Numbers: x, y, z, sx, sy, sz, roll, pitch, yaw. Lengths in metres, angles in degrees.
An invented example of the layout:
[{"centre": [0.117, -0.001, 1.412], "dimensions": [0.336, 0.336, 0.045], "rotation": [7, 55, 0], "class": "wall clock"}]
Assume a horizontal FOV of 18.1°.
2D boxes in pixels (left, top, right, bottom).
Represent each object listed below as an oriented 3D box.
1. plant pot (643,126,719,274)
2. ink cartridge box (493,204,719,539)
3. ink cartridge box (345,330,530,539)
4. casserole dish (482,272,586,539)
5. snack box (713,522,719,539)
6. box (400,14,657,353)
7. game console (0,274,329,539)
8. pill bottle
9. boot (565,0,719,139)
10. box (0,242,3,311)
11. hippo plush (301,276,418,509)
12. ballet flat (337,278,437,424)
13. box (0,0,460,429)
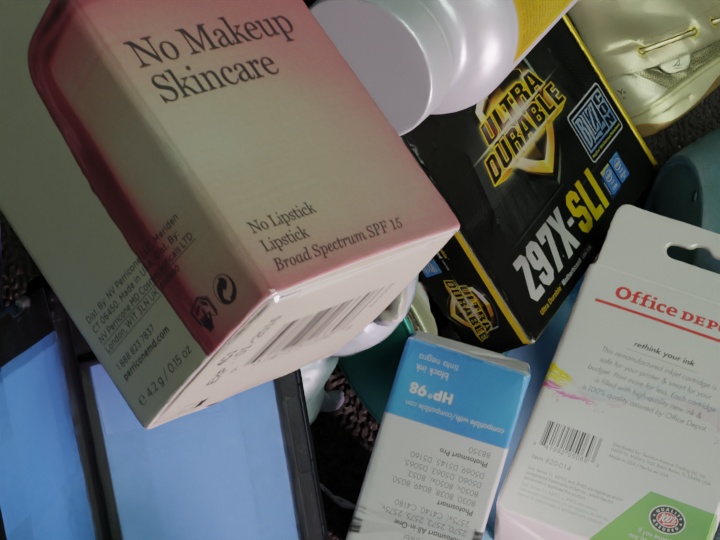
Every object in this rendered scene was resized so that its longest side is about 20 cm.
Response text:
[{"centre": [0.247, -0.015, 1.362], "dimensions": [0.135, 0.200, 0.200], "rotation": [8, 77, -17], "class": "plant pot"}, {"centre": [0.162, 0.074, 1.267], "dimensions": [0.117, 0.067, 0.200], "rotation": [19, 68, 12], "class": "ink cartridge box"}, {"centre": [0.028, 0.136, 1.165], "dimensions": [0.067, 0.116, 0.200], "rotation": [17, 91, 3], "class": "ink cartridge box"}, {"centre": [0.111, 0.090, 1.328], "dimensions": [0.121, 0.039, 0.200], "rotation": [47, 58, -20], "class": "casserole dish"}, {"centre": [0.241, 0.195, 1.302], "dimensions": [0.142, 0.200, 0.053], "rotation": [47, 58, -20], "class": "snack box"}, {"centre": [0.082, -0.068, 1.300], "dimensions": [0.160, 0.049, 0.200], "rotation": [58, 41, -16], "class": "box"}, {"centre": [-0.090, 0.101, 1.003], "dimensions": [0.171, 0.118, 0.200], "rotation": [-13, 104, -16], "class": "game console"}, {"centre": [0.048, -0.152, 1.195], "dimensions": [0.112, 0.112, 0.200], "rotation": [57, 42, -14], "class": "pill bottle"}, {"centre": [0.191, -0.195, 1.413], "dimensions": [0.200, 0.073, 0.156], "rotation": [-41, 109, -28], "class": "boot"}, {"centre": [-0.239, 0.018, 1.022], "dimensions": [0.104, 0.148, 0.200], "rotation": [1, 82, -36], "class": "box"}, {"centre": [-0.040, 0.043, 1.122], "dimensions": [0.200, 0.161, 0.159], "rotation": [26, 38, -27], "class": "hippo plush"}, {"centre": [0.000, 0.000, 1.251], "dimensions": [0.069, 0.069, 0.200], "rotation": [-40, 105, -33], "class": "ballet flat"}, {"centre": [-0.076, -0.054, 0.967], "dimensions": [0.128, 0.109, 0.200], "rotation": [-21, 71, -47], "class": "box"}]
